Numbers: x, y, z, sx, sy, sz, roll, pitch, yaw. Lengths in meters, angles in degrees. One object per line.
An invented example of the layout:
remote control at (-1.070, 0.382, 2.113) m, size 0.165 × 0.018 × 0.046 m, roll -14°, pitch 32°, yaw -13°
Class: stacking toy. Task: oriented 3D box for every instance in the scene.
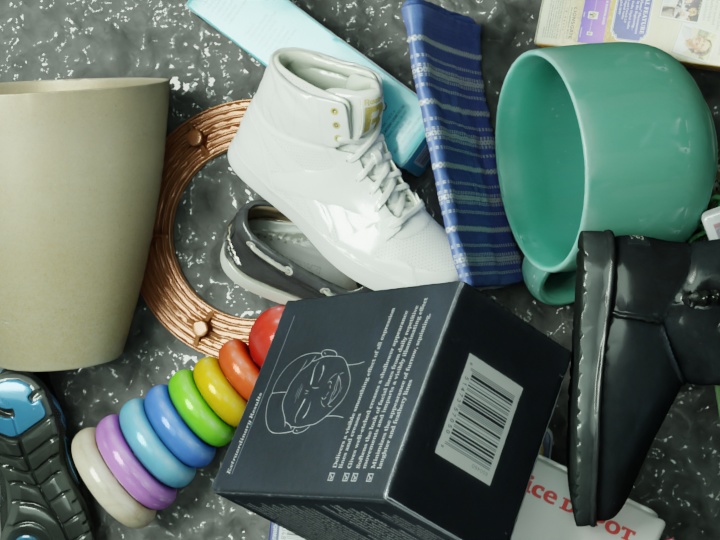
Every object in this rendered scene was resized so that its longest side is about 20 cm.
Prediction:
stacking toy at (-0.110, 0.099, 1.290) m, size 0.200 × 0.085 × 0.085 m, roll -37°, pitch 82°, yaw 6°

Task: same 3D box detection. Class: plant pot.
plant pot at (-0.224, -0.034, 1.281) m, size 0.187 × 0.187 × 0.201 m, roll -2°, pitch 99°, yaw 10°

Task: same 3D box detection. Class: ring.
ring at (-0.080, -0.029, 1.323) m, size 0.200 × 0.019 × 0.201 m, roll 0°, pitch 88°, yaw 11°

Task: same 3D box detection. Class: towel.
towel at (0.075, -0.086, 1.233) m, size 0.024 × 0.145 × 0.201 m, roll -13°, pitch 86°, yaw 19°

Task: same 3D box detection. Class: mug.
mug at (0.169, -0.074, 1.221) m, size 0.114 × 0.185 × 0.153 m, roll -7°, pitch 74°, yaw -17°

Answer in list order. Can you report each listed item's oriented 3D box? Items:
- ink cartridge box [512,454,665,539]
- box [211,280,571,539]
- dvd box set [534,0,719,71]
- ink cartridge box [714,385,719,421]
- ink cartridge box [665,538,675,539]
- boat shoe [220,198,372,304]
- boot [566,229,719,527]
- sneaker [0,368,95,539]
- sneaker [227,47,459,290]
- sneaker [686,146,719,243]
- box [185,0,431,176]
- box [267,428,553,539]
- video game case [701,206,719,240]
ink cartridge box at (0.096, 0.229, 1.191) m, size 0.144 × 0.084 × 0.200 m, roll 26°, pitch 74°, yaw 2°
box at (0.018, 0.101, 1.162) m, size 0.107 × 0.200 × 0.149 m, roll 33°, pitch 68°, yaw -30°
dvd box set at (0.228, -0.215, 1.234) m, size 0.199 × 0.029 × 0.147 m, roll 11°, pitch 91°, yaw 31°
ink cartridge box at (0.338, 0.045, 1.209) m, size 0.199 × 0.059 × 0.104 m, roll -8°, pitch 103°, yaw 9°
ink cartridge box at (0.122, 0.268, 1.095) m, size 0.199 × 0.086 × 0.148 m, roll -16°, pitch 79°, yaw -10°
boat shoe at (0.000, 0.000, 1.261) m, size 0.199 × 0.060 × 0.074 m, roll 21°, pitch 58°, yaw -3°
boot at (0.218, 0.071, 1.130) m, size 0.167 × 0.076 × 0.201 m, roll 3°, pitch 98°, yaw 2°
sneaker at (-0.235, 0.162, 1.321) m, size 0.073 × 0.082 × 0.201 m, roll -4°, pitch 106°, yaw 0°
sneaker at (0.002, -0.068, 1.203) m, size 0.200 × 0.074 × 0.116 m, roll 36°, pitch 134°, yaw 12°
sneaker at (0.249, -0.012, 1.226) m, size 0.077 × 0.089 × 0.201 m, roll 26°, pitch 92°, yaw 11°
box at (-0.028, -0.148, 1.286) m, size 0.200 × 0.082 × 0.049 m, roll 37°, pitch 95°, yaw 10°
box at (0.036, 0.161, 1.286) m, size 0.199 × 0.032 × 0.122 m, roll 6°, pitch 89°, yaw 10°
video game case at (0.326, 0.030, 1.166) m, size 0.143 × 0.018 × 0.201 m, roll -21°, pitch 101°, yaw 11°
